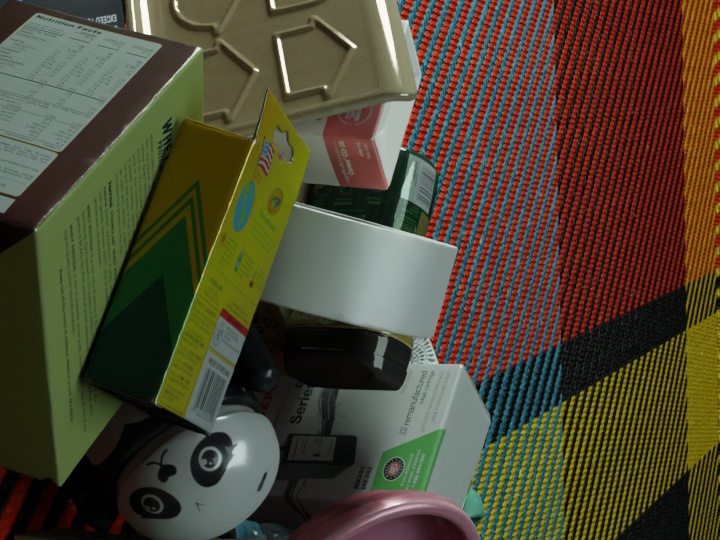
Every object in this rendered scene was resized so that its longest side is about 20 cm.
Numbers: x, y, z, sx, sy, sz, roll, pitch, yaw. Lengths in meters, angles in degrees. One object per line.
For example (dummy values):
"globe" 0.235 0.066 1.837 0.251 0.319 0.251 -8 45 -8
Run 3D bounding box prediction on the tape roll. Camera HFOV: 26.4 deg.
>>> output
"tape roll" -0.035 -0.010 1.115 0.202 0.202 0.071 8 97 -64

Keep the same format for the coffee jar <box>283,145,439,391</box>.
"coffee jar" 0.000 0.000 1.266 0.085 0.104 0.200 35 60 -56

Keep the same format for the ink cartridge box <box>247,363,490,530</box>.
"ink cartridge box" -0.008 0.159 1.318 0.084 0.200 0.146 61 38 -42

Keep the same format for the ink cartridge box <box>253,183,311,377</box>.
"ink cartridge box" -0.078 -0.034 1.306 0.165 0.075 0.200 -65 145 -42

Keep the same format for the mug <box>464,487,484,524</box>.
"mug" 0.005 0.251 1.382 0.114 0.152 0.185 17 100 -62

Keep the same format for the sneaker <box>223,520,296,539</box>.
"sneaker" -0.065 0.257 1.268 0.200 0.095 0.079 95 -2 -73

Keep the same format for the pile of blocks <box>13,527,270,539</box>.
"pile of blocks" -0.140 0.218 1.065 0.082 0.200 0.062 90 3 -87

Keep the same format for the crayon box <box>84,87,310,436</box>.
"crayon box" -0.095 -0.007 0.950 0.127 0.051 0.200 58 51 -73

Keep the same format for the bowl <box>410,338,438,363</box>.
"bowl" 0.025 0.127 1.476 0.201 0.094 0.201 -17 90 -80

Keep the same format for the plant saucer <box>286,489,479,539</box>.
"plant saucer" -0.003 0.243 1.178 0.200 0.051 0.201 -20 132 -24

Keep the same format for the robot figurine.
"robot figurine" -0.141 0.093 1.063 0.125 0.200 0.150 -17 149 -33

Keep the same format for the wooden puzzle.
"wooden puzzle" -0.069 -0.170 1.137 0.046 0.200 0.185 80 -1 -56

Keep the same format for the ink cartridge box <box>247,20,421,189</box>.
"ink cartridge box" -0.065 -0.134 1.177 0.068 0.200 0.117 70 31 -54

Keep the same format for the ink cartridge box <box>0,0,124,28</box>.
"ink cartridge box" -0.228 -0.170 1.027 0.198 0.043 0.200 -30 119 -61

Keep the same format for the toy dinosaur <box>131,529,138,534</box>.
"toy dinosaur" -0.158 0.175 1.188 0.200 0.105 0.182 120 -30 -69

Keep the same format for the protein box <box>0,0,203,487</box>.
"protein box" -0.197 -0.021 0.928 0.200 0.135 0.199 -58 160 -47
